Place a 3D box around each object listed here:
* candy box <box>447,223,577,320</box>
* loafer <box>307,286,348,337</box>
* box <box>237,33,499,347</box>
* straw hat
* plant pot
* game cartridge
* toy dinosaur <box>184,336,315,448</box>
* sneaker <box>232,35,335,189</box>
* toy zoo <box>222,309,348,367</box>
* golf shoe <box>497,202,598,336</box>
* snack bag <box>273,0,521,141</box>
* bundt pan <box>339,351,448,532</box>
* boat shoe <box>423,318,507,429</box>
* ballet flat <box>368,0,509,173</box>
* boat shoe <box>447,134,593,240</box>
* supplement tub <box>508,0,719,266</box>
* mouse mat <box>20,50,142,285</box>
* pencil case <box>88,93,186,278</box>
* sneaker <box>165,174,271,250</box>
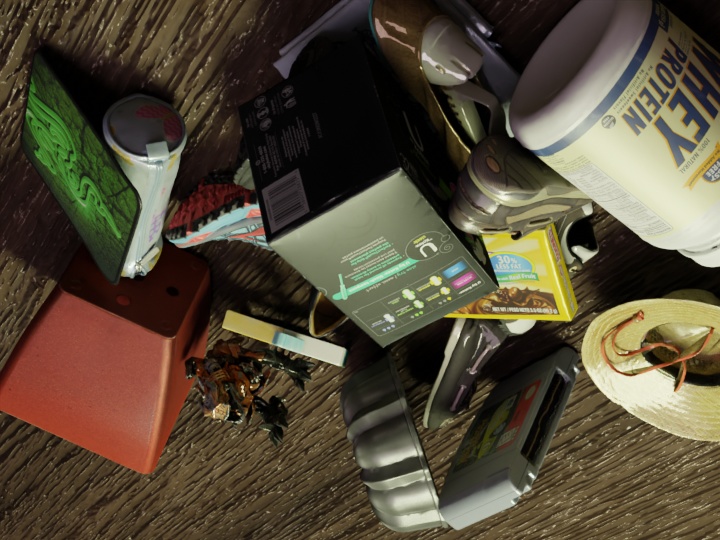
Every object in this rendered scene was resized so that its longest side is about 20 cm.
[{"bbox_3d":[0.095,-0.001,1.043,0.197,0.026,0.103,0,125,34],"label":"candy box"},{"bbox_3d":[0.000,0.000,1.150,0.072,0.073,0.201,25,140,-5],"label":"loafer"},{"bbox_3d":[0.009,-0.058,0.931,0.123,0.150,0.200,-27,143,16],"label":"box"},{"bbox_3d":[0.318,0.066,1.077,0.198,0.086,0.203,16,138,15],"label":"straw hat"},{"bbox_3d":[-0.270,0.065,1.258,0.197,0.201,0.177,24,130,-5],"label":"plant pot"},{"bbox_3d":[0.153,0.175,1.181,0.041,0.201,0.133,40,137,-6],"label":"game cartridge"},{"bbox_3d":[-0.131,0.114,1.256,0.134,0.202,0.103,22,126,-13],"label":"toy dinosaur"},{"bbox_3d":[-0.050,-0.121,1.012,0.090,0.077,0.200,25,147,-21],"label":"sneaker"},{"bbox_3d":[-0.078,0.075,1.223,0.129,0.021,0.200,18,175,4],"label":"toy zoo"},{"bbox_3d":[0.175,-0.005,1.067,0.093,0.078,0.202,9,140,13],"label":"golf shoe"},{"bbox_3d":[0.049,-0.164,0.987,0.199,0.022,0.188,40,137,-21],"label":"snack bag"},{"bbox_3d":[0.031,0.197,1.249,0.075,0.203,0.204,-18,133,1],"label":"bundt pan"},{"bbox_3d":[0.112,0.115,1.223,0.056,0.067,0.202,21,137,8],"label":"boat shoe"},{"bbox_3d":[0.077,-0.148,0.913,0.072,0.068,0.201,19,150,44],"label":"ballet flat"},{"bbox_3d":[0.132,-0.069,0.925,0.073,0.198,0.075,-46,66,31],"label":"boat shoe"},{"bbox_3d":[0.230,-0.109,0.873,0.199,0.146,0.145,34,139,-16],"label":"supplement tub"},{"bbox_3d":[-0.283,-0.099,1.127,0.201,0.007,0.161,54,145,16],"label":"mouse mat"},{"bbox_3d":[-0.229,-0.081,1.142,0.082,0.092,0.201,2,142,-18],"label":"pencil case"},{"bbox_3d":[-0.112,-0.047,1.143,0.198,0.080,0.096,-14,131,35],"label":"sneaker"}]
